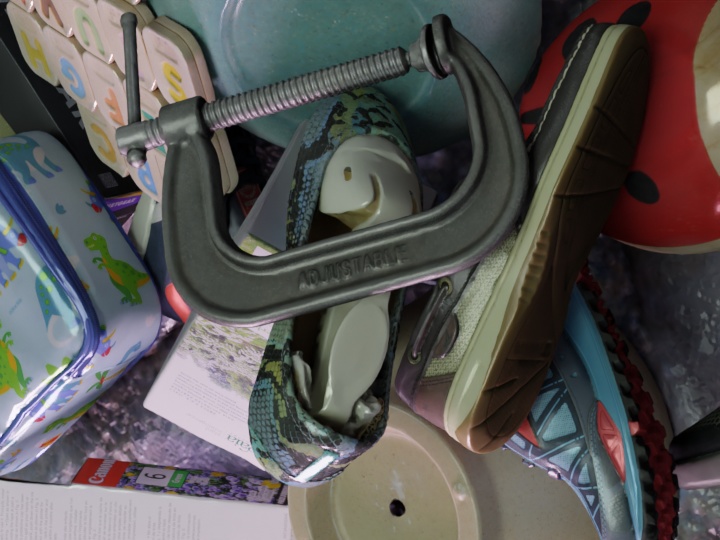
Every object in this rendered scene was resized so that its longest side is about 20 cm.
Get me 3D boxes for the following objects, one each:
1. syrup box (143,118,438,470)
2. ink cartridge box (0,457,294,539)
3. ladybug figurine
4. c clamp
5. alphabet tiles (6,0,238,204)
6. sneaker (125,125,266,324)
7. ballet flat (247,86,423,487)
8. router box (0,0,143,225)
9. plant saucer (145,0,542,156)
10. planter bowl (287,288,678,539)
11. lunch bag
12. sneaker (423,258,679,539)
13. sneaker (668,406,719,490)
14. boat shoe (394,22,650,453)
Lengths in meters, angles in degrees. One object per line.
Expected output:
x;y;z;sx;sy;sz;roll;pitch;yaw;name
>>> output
-0.040;0.018;1.092;0.078;0.082;0.200;28;146;-5;syrup box
-0.134;0.170;1.234;0.198;0.050;0.110;6;105;5;ink cartridge box
0.141;-0.076;0.996;0.199;0.071;0.137;-11;82;53;ladybug figurine
-0.023;-0.061;0.942;0.198;0.027;0.173;-9;65;17;c clamp
-0.134;-0.114;1.102;0.199;0.015;0.197;34;149;41;alphabet tiles
-0.078;-0.057;1.187;0.084;0.075;0.202;29;125;32;sneaker
0.000;0.000;0.959;0.074;0.074;0.202;-7;65;37;ballet flat
-0.233;-0.080;1.306;0.157;0.052;0.201;-44;73;34;router box
-0.013;-0.119;1.016;0.199;0.039;0.202;7;134;8;plant saucer
0.045;0.111;1.092;0.199;0.134;0.202;9;104;35;planter bowl
-0.220;0.024;1.236;0.200;0.082;0.162;-42;75;36;lunch bag
0.084;0.058;1.002;0.095;0.079;0.201;-27;67;14;sneaker
0.217;0.027;0.988;0.199;0.076;0.115;-33;78;33;sneaker
0.068;-0.021;0.941;0.064;0.073;0.202;23;92;27;boat shoe
